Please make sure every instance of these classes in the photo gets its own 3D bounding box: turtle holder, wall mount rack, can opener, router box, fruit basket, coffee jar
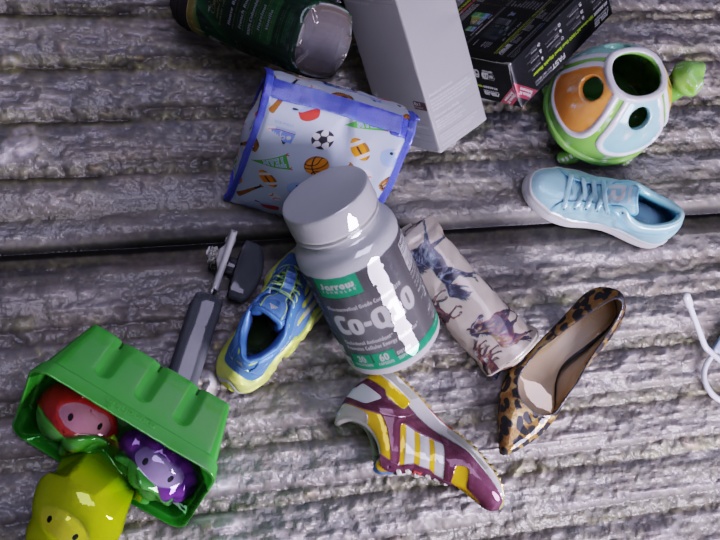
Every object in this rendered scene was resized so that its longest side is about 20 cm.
[{"bbox_3d":[0.320,-0.202,1.389,0.183,0.132,0.143,14,68,-10],"label":"turtle holder"},{"bbox_3d":[0.463,0.053,1.382,0.173,0.075,0.200,40,65,0],"label":"wall mount rack"},{"bbox_3d":[-0.155,0.048,1.218,0.066,0.053,0.202,23,67,-8],"label":"can opener"},{"bbox_3d":[0.183,-0.287,1.380,0.149,0.062,0.200,22,57,42],"label":"router box"},{"bbox_3d":[-0.247,0.187,1.104,0.213,0.156,0.218,14,52,-18],"label":"fruit basket"},{"bbox_3d":[-0.113,-0.281,1.275,0.199,0.104,0.086,26,104,29],"label":"coffee jar"}]

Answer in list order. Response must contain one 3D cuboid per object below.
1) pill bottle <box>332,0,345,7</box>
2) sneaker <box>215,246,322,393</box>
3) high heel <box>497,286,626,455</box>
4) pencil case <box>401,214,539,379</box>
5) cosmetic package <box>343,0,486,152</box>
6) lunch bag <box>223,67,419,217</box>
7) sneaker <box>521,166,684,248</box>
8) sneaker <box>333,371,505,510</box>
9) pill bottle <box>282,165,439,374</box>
[{"bbox_3d":[-0.061,-0.379,1.360,0.111,0.112,0.202,-19,78,-21],"label":"pill bottle"},{"bbox_3d":[-0.076,0.039,1.215,0.075,0.105,0.201,32,67,-3],"label":"sneaker"},{"bbox_3d":[0.216,0.106,1.255,0.071,0.143,0.201,34,66,-2],"label":"high heel"},{"bbox_3d":[0.109,0.026,1.289,0.078,0.089,0.200,-43,86,3],"label":"pencil case"},{"bbox_3d":[0.060,-0.245,1.299,0.090,0.106,0.201,-37,123,-23],"label":"cosmetic package"},{"bbox_3d":[-0.042,-0.136,1.234,0.168,0.200,0.125,14,68,-10],"label":"lunch bag"},{"bbox_3d":[0.294,-0.088,1.378,0.198,0.082,0.075,14,67,-11],"label":"sneaker"},{"bbox_3d":[0.062,0.198,1.225,0.200,0.075,0.090,43,74,8],"label":"sneaker"},{"bbox_3d":[0.000,0.000,1.196,0.113,0.113,0.201,-43,126,-24],"label":"pill bottle"}]
